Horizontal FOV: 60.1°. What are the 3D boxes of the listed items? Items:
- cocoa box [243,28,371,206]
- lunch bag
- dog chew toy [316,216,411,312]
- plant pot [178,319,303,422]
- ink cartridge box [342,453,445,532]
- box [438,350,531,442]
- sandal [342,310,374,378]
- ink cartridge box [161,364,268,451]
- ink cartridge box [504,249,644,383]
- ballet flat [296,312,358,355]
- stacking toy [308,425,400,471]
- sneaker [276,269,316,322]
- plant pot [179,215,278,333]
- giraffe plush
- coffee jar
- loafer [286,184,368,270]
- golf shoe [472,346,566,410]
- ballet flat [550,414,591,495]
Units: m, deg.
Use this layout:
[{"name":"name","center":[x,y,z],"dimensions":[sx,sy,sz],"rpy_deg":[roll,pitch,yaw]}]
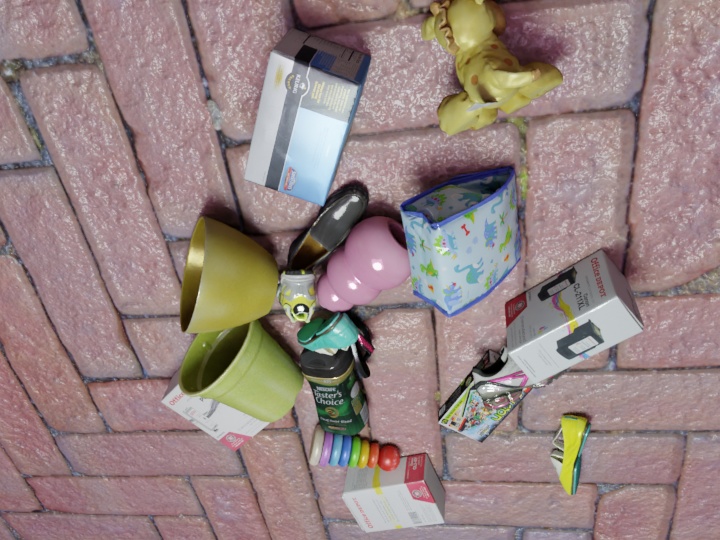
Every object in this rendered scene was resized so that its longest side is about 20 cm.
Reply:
[{"name":"cocoa box","center":[-0.077,-0.225,0.918],"dimensions":[0.130,0.134,0.201],"rpy_deg":[18,125,-4]},{"name":"lunch bag","center":[0.173,-0.054,0.985],"dimensions":[0.199,0.127,0.172],"rpy_deg":[-26,124,-21]},{"name":"dog chew toy","center":[0.000,0.000,1.059],"dimensions":[0.124,0.125,0.200],"rpy_deg":[40,119,-17]},{"name":"plant pot","center":[-0.216,0.195,1.204],"dimensions":[0.199,0.202,0.184],"rpy_deg":[-29,126,26]},{"name":"ink cartridge box","center":[0.077,0.507,1.412],"dimensions":[0.198,0.084,0.146],"rpy_deg":[-15,120,18]},{"name":"box","center":[0.250,0.255,1.244],"dimensions":[0.109,0.035,0.201],"rpy_deg":[25,124,-8]},{"name":"sandal","center":[-0.004,0.122,1.179],"dimensions":[0.045,0.075,0.202],"rpy_deg":[-17,117,-1]},{"name":"ink cartridge box","center":[-0.297,0.271,1.317],"dimensions":[0.199,0.083,0.146],"rpy_deg":[39,121,-16]},{"name":"ink cartridge box","center":[0.349,0.075,1.041],"dimensions":[0.199,0.146,0.083],"rpy_deg":[-35,110,27]},{"name":"ballet flat","center":[-0.059,0.125,1.139],"dimensions":[0.070,0.067,0.200],"rpy_deg":[46,155,-10]},{"name":"stacking toy","center":[-0.010,0.400,1.366],"dimensions":[0.198,0.086,0.086],"rpy_deg":[13,125,-6]},{"name":"sneaker","center":[-0.115,0.058,1.099],"dimensions":[0.074,0.077,0.200],"rpy_deg":[-2,165,-3]},{"name":"plant pot","center":[-0.225,0.016,1.089],"dimensions":[0.140,0.201,0.201],"rpy_deg":[9,128,-24]},{"name":"giraffe plush","center":[0.156,-0.292,0.836],"dimensions":[0.171,0.200,0.164],"rpy_deg":[-23,88,26]},{"name":"coffee jar","center":[-0.052,0.232,1.245],"dimensions":[0.103,0.086,0.202],"rpy_deg":[1,124,25]},{"name":"loafer","center":[-0.057,-0.061,1.062],"dimensions":[0.072,0.073,0.200],"rpy_deg":[34,122,-13]},{"name":"golf shoe","center":[0.300,0.174,1.139],"dimensions":[0.198,0.073,0.093],"rpy_deg":[-27,95,-4]},{"name":"ballet flat","center":[0.429,0.377,1.288],"dimensions":[0.066,0.067,0.202],"rpy_deg":[14,125,26]}]
